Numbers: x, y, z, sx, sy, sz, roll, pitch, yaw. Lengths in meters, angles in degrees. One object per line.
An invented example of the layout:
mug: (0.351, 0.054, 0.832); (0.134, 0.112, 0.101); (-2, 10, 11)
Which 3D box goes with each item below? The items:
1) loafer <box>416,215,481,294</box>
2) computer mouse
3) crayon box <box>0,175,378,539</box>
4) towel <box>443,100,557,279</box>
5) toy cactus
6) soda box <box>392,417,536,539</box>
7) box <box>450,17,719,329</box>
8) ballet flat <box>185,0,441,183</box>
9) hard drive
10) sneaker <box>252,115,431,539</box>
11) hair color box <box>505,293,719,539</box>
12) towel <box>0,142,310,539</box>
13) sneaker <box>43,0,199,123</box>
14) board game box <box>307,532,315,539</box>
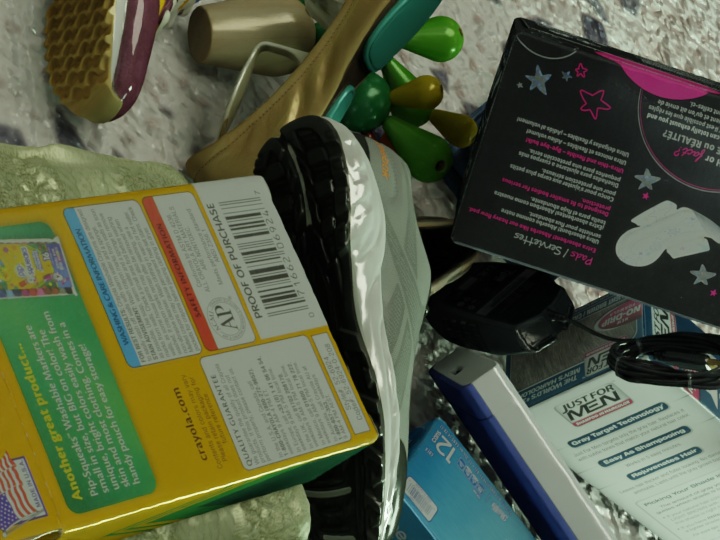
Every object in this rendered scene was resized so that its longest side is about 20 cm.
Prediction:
loafer: (0.000, 0.000, 0.918); (0.200, 0.063, 0.072); (-19, 84, -63)
computer mouse: (0.116, 0.037, 0.970); (0.059, 0.200, 0.034); (-35, 127, -35)
crayon box: (-0.098, 0.037, 0.694); (0.200, 0.052, 0.126); (-10, 71, -48)
towel: (0.124, -0.072, 1.154); (0.112, 0.048, 0.200); (55, 35, -5)
toy cactus: (-0.020, -0.130, 1.009); (0.165, 0.102, 0.201); (-4, 69, -31)
soda box: (0.064, 0.176, 0.886); (0.200, 0.068, 0.064); (53, 37, -8)
box: (0.157, -0.046, 0.948); (0.199, 0.115, 0.132); (19, 12, 1)
ballet flat: (-0.018, -0.113, 0.923); (0.063, 0.200, 0.069); (34, -9, 8)
hard drive: (0.108, 0.133, 0.944); (0.200, 0.025, 0.132); (56, -4, -4)
sneaker: (0.003, 0.032, 0.821); (0.079, 0.074, 0.201); (7, 78, -48)
hair color box: (0.184, 0.094, 1.050); (0.200, 0.100, 0.061); (38, 40, -32)
towel: (-0.101, 0.035, 0.761); (0.148, 0.036, 0.201); (0, 64, -47)
sneaker: (-0.104, -0.151, 0.917); (0.090, 0.075, 0.201); (22, 50, -32)
board game box: (-0.063, 0.127, 0.798); (0.126, 0.035, 0.200); (-23, 83, -53)
